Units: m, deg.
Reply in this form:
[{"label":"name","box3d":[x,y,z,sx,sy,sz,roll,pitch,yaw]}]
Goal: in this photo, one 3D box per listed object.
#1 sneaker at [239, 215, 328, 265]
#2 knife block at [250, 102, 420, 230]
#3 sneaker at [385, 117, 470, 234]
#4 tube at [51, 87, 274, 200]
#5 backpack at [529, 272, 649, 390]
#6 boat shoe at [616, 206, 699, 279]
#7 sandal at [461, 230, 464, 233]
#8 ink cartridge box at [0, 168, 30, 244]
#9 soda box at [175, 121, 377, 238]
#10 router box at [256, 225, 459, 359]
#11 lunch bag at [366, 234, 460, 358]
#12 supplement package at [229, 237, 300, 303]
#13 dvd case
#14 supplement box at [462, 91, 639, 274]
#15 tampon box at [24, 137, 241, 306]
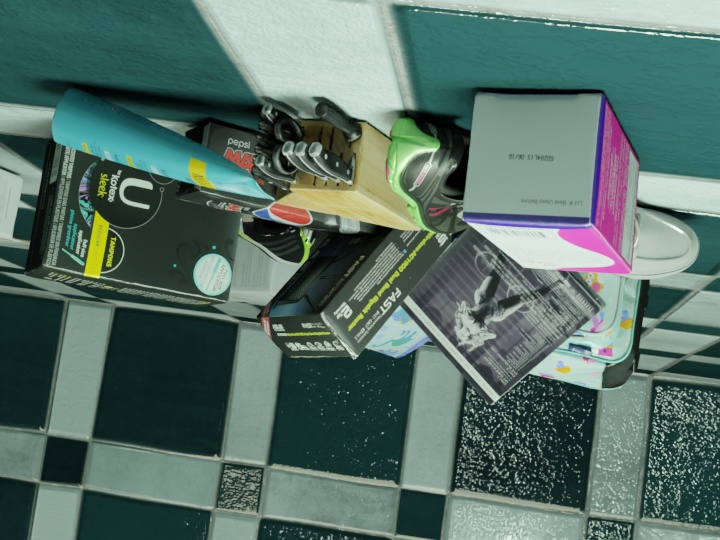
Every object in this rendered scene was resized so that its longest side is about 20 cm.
[{"label":"sneaker","box3d":[-0.086,-0.051,1.420,0.082,0.073,0.199,0,169,37]},{"label":"knife block","box3d":[-0.006,-0.093,1.068,0.197,0.065,0.175,11,172,-19]},{"label":"sneaker","box3d":[0.084,-0.075,1.062,0.082,0.078,0.200,9,174,22]},{"label":"tube","box3d":[-0.171,-0.104,1.050,0.197,0.051,0.077,20,180,9]},{"label":"backpack","box3d":[0.203,0.022,1.295,0.197,0.178,0.154,6,155,21]},{"label":"boat shoe","box3d":[0.248,-0.040,1.191,0.197,0.073,0.066,16,174,-5]},{"label":"sandal","box3d":[0.049,-0.049,1.384,0.197,0.049,0.075,7,172,11]},{"label":"ink cartridge box","box3d":[-0.540,-0.094,1.529,0.197,0.085,0.175,5,171,23]},{"label":"soda box","box3d":[-0.076,-0.084,1.174,0.197,0.072,0.063,12,171,-30]},{"label":"router box","box3d":[0.000,0.000,1.243,0.062,0.201,0.149,49,155,-19]},{"label":"lunch bag","box3d":[0.058,0.008,1.527,0.199,0.129,0.169,-32,152,28]},{"label":"supplement package","box3d":[-0.158,-0.019,1.577,0.197,0.112,0.113,3,171,32]},{"label":"dvd case","box3d":[0.138,0.034,1.220,0.016,0.149,0.200,-37,171,-45]},{"label":"supplement box","box3d":[0.159,-0.065,0.966,0.099,0.105,0.200,4,170,21]},{"label":"tampon box","box3d":[-0.236,-0.053,1.268,0.197,0.153,0.126,11,172,-23]}]
